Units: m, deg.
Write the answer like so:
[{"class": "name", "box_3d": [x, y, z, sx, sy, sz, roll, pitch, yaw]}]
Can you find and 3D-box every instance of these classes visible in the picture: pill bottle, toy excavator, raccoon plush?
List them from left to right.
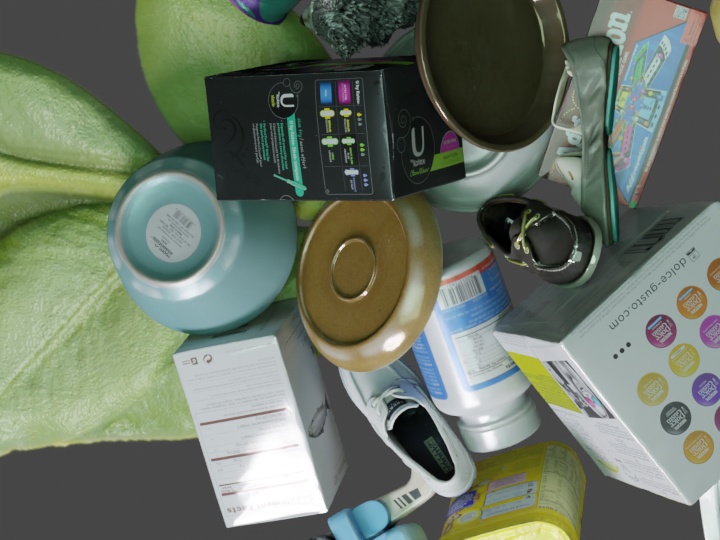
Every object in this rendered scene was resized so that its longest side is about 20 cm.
[{"class": "toy excavator", "box_3d": [0.033, 0.264, 1.734, 0.200, 0.100, 0.195, -30, 76, 11]}, {"class": "raccoon plush", "box_3d": [0.038, -0.273, 1.545, 0.200, 0.134, 0.097, -30, 100, 18]}, {"class": "pill bottle", "box_3d": [0.111, 0.077, 1.662, 0.112, 0.112, 0.200, -17, 104, 15]}]

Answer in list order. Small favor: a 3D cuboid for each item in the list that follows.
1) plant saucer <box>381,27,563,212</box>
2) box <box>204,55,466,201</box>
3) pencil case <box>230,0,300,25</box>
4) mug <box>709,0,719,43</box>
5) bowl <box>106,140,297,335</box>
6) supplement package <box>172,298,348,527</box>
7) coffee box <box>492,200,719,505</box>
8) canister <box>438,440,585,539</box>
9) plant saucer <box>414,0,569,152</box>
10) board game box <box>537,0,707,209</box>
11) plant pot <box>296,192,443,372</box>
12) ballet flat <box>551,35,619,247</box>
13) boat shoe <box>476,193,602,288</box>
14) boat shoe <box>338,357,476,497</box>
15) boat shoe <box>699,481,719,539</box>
[{"class": "plant saucer", "box_3d": [0.100, -0.149, 1.622, 0.200, 0.050, 0.200, 3, 108, 9]}, {"class": "box", "box_3d": [-0.022, -0.136, 1.561, 0.200, 0.149, 0.124, 1, 103, 31]}, {"class": "pencil case", "box_3d": [-0.054, -0.329, 1.572, 0.092, 0.085, 0.200, 36, 111, -19]}, {"class": "mug", "box_3d": [0.386, -0.274, 1.501, 0.149, 0.187, 0.153, 6, 123, -26]}, {"class": "bowl", "box_3d": [-0.173, -0.038, 1.644, 0.201, 0.105, 0.201, -1, 84, 15]}, {"class": "supplement package", "box_3d": [-0.101, 0.149, 1.721, 0.117, 0.117, 0.200, -12, 106, 14]}, {"class": "coffee box", "box_3d": [0.281, 0.073, 1.545, 0.200, 0.200, 0.198, -41, 99, -10]}, {"class": "canister", "box_3d": [0.155, 0.257, 1.665, 0.149, 0.200, 0.087, -19, 104, 16]}, {"class": "plant saucer", "box_3d": [0.120, -0.209, 1.533, 0.029, 0.200, 0.200, -2, 112, 48]}, {"class": "board game box", "box_3d": [0.252, -0.169, 1.590, 0.103, 0.019, 0.200, 19, 103, 5]}, {"class": "plant pot", "box_3d": [0.000, 0.000, 1.632, 0.200, 0.027, 0.200, -13, 72, 43]}, {"class": "ballet flat", "box_3d": [0.213, -0.121, 1.558, 0.064, 0.067, 0.200, 0, 89, 13]}, {"class": "boat shoe", "box_3d": [0.167, -0.031, 1.565, 0.061, 0.201, 0.072, 19, 93, -18]}, {"class": "boat shoe", "box_3d": [0.046, 0.144, 1.683, 0.074, 0.065, 0.200, -44, 68, -1]}, {"class": "boat shoe", "box_3d": [0.384, 0.234, 1.691, 0.068, 0.072, 0.200, -6, 98, 12]}]
